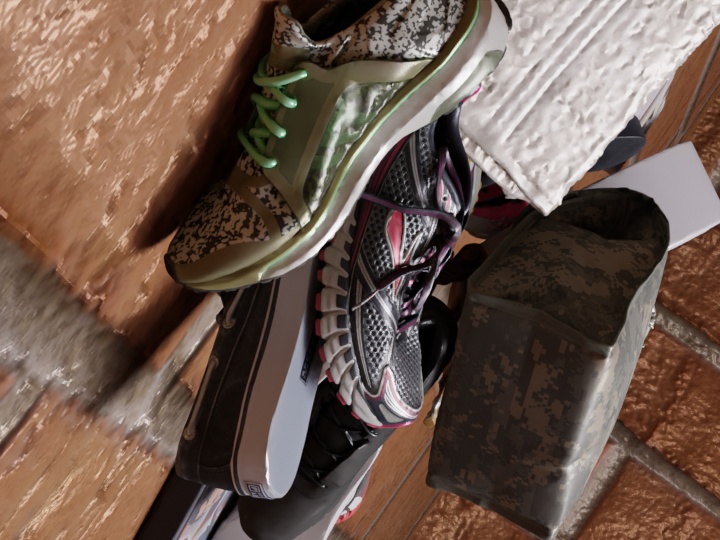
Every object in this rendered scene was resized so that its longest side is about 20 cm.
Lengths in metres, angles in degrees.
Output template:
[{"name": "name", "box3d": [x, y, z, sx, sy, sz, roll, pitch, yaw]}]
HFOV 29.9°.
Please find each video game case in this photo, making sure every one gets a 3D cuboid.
[{"name": "video game case", "box3d": [-0.098, 0.154, 0.974, 0.202, 0.025, 0.180, -60, 167, 19]}]

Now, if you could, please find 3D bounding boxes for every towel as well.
[{"name": "towel", "box3d": [0.121, -0.136, 0.737, 0.132, 0.035, 0.200, 36, 101, -33]}]

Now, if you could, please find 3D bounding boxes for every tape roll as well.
[{"name": "tape roll", "box3d": [0.193, -0.029, 1.096, 0.200, 0.072, 0.202, -25, 176, -2]}]

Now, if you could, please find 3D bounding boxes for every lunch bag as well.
[{"name": "lunch bag", "box3d": [0.135, 0.048, 0.922, 0.200, 0.116, 0.166, -44, 151, -51]}]

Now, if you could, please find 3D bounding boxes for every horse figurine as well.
[{"name": "horse figurine", "box3d": [0.081, 0.049, 1.049, 0.133, 0.049, 0.202, -66, 164, -45]}]

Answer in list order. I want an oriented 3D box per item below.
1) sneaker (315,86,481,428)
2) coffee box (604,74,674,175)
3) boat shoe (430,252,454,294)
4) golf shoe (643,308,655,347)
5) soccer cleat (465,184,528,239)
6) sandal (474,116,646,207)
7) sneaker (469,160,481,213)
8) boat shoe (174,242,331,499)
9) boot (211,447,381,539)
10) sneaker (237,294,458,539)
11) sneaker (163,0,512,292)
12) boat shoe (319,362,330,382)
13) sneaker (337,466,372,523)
[{"name": "sneaker", "box3d": [0.020, -0.015, 0.693, 0.081, 0.073, 0.203, -36, 129, -66]}, {"name": "coffee box", "box3d": [0.173, -0.162, 0.996, 0.080, 0.112, 0.200, -53, 168, -9]}, {"name": "boat shoe", "box3d": [0.019, 0.069, 1.088, 0.201, 0.073, 0.076, -55, 168, -3]}, {"name": "golf shoe", "box3d": [0.155, 0.056, 1.106, 0.199, 0.078, 0.098, -39, -155, 32]}, {"name": "soccer cleat", "box3d": [0.108, -0.053, 1.125, 0.087, 0.069, 0.200, -60, 167, 27]}, {"name": "sandal", "box3d": [0.111, -0.073, 0.915, 0.197, 0.043, 0.076, -8, 162, -21]}, {"name": "sneaker", "box3d": [0.041, -0.088, 0.808, 0.090, 0.074, 0.202, -16, 133, -58]}, {"name": "boat shoe", "box3d": [-0.050, 0.020, 0.718, 0.074, 0.067, 0.202, 55, 45, -65]}, {"name": "boot", "box3d": [-0.041, 0.159, 0.993, 0.201, 0.072, 0.090, -51, -176, 17]}, {"name": "sneaker", "box3d": [-0.012, 0.095, 0.876, 0.201, 0.076, 0.091, -52, 180, -1]}, {"name": "sneaker", "box3d": [-0.027, -0.079, 0.611, 0.200, 0.077, 0.089, -46, 129, -2]}, {"name": "boat shoe", "box3d": [0.000, 0.000, 0.898, 0.067, 0.057, 0.200, -39, -173, 44]}, {"name": "sneaker", "box3d": [-0.032, 0.181, 1.187, 0.099, 0.071, 0.200, -59, 166, 27]}]
